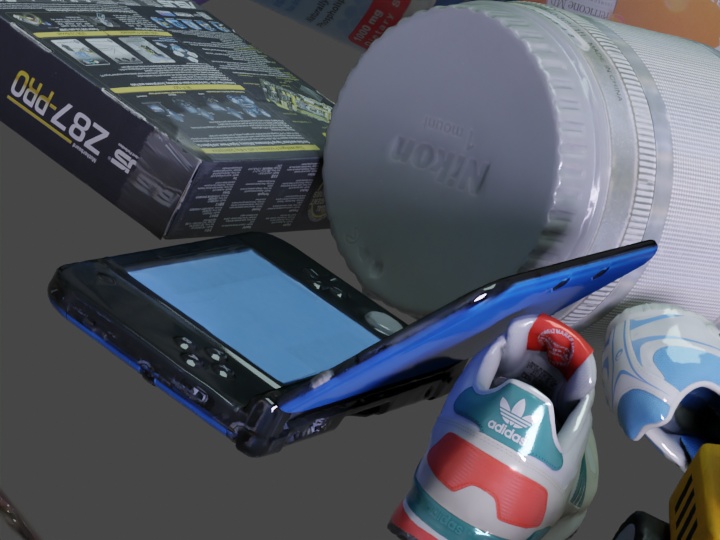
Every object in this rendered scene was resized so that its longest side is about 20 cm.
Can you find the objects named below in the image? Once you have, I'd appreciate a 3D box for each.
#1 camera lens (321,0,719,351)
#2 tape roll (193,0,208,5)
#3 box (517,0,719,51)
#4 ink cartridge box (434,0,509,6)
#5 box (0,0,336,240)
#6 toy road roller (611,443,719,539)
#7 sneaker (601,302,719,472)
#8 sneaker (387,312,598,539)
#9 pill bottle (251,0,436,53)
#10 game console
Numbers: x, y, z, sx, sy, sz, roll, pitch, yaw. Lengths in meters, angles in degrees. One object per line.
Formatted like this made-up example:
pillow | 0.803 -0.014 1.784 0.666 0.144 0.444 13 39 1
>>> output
camera lens | 0.099 -0.043 1.399 0.199 0.161 0.160 7 27 -50
tape roll | -0.125 -0.237 1.538 0.199 0.201 0.085 13 22 -40
box | 0.181 -0.137 1.719 0.152 0.201 0.106 38 18 28
ink cartridge box | 0.048 -0.240 1.880 0.200 0.076 0.137 45 18 -22
box | -0.091 -0.079 1.401 0.161 0.049 0.200 34 18 22
toy road roller | 0.160 0.121 1.059 0.122 0.147 0.200 26 17 -4
sneaker | 0.187 0.079 1.375 0.199 0.072 0.073 25 55 -36
sneaker | 0.073 0.060 1.184 0.070 0.094 0.200 31 18 8
pill bottle | -0.048 -0.213 1.737 0.199 0.109 0.109 24 18 -13
game console | 0.000 0.000 1.202 0.170 0.119 0.200 35 18 18
